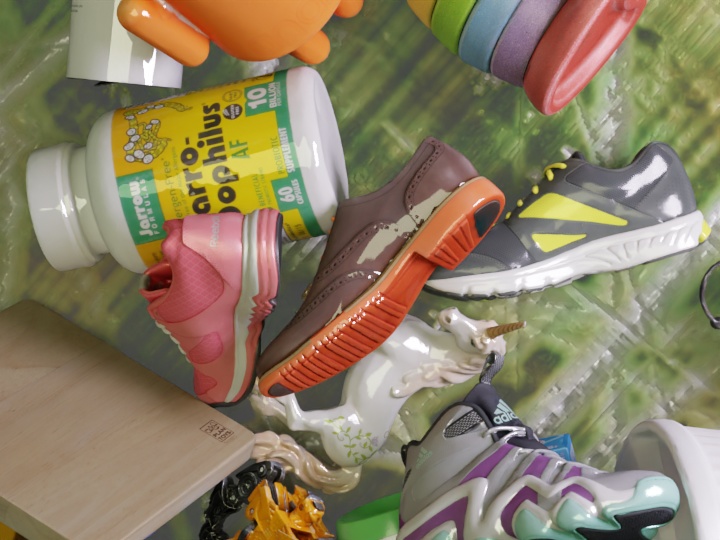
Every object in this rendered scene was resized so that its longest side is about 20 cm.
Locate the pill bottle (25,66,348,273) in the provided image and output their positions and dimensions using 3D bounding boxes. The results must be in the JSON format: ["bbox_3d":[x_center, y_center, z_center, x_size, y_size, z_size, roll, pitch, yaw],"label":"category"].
[{"bbox_3d":[-0.115,-0.061,1.352,0.199,0.113,0.114,-12,92,8],"label":"pill bottle"}]

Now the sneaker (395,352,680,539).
[{"bbox_3d":[0.102,0.114,1.276,0.199,0.078,0.141,-18,61,29],"label":"sneaker"}]

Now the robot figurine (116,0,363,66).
[{"bbox_3d":[-0.083,-0.212,1.293,0.143,0.200,0.117,-27,49,26],"label":"robot figurine"}]

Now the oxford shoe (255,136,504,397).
[{"bbox_3d":[0.000,0.000,1.309,0.200,0.071,0.073,-43,69,1],"label":"oxford shoe"}]

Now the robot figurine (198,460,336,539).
[{"bbox_3d":[-0.082,0.226,1.365,0.200,0.058,0.145,-51,46,16],"label":"robot figurine"}]

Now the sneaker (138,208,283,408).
[{"bbox_3d":[-0.103,0.019,1.331,0.086,0.201,0.074,7,55,-8],"label":"sneaker"}]

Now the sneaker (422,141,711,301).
[{"bbox_3d":[0.128,-0.032,1.353,0.199,0.074,0.085,-13,86,-1],"label":"sneaker"}]

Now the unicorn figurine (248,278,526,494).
[{"bbox_3d":[0.011,0.065,1.374,0.137,0.074,0.201,32,113,3],"label":"unicorn figurine"}]

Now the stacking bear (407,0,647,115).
[{"bbox_3d":[0.074,-0.202,1.328,0.200,0.121,0.114,37,87,13],"label":"stacking bear"}]

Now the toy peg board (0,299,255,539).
[{"bbox_3d":[-0.208,0.133,1.333,0.198,0.200,0.098,29,118,16],"label":"toy peg board"}]

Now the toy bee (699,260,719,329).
[{"bbox_3d":[0.293,0.020,1.327,0.131,0.109,0.200,-45,113,-1],"label":"toy bee"}]

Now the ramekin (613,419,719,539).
[{"bbox_3d":[0.228,0.194,1.292,0.094,0.202,0.204,-1,94,-9],"label":"ramekin"}]

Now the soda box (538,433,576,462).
[{"bbox_3d":[0.129,0.216,1.367,0.067,0.064,0.201,-12,92,8],"label":"soda box"}]

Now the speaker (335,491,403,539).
[{"bbox_3d":[0.048,0.252,1.369,0.088,0.088,0.201,-18,92,8],"label":"speaker"}]

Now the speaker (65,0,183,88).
[{"bbox_3d":[-0.151,-0.222,1.362,0.081,0.081,0.201,6,94,6],"label":"speaker"}]
